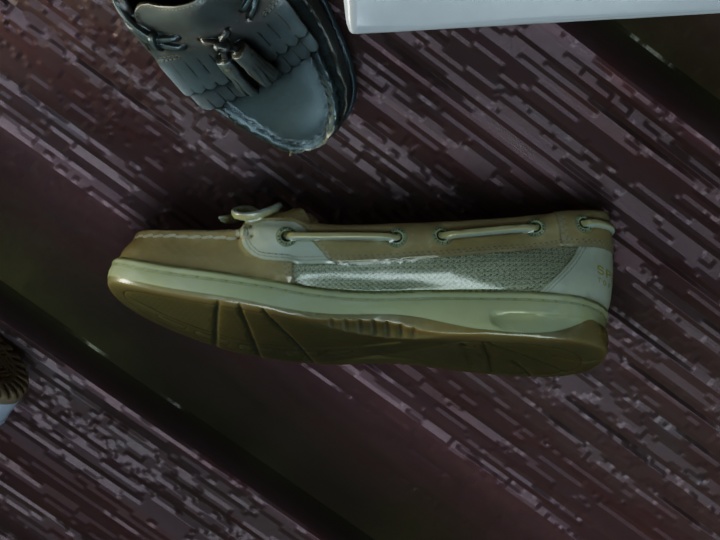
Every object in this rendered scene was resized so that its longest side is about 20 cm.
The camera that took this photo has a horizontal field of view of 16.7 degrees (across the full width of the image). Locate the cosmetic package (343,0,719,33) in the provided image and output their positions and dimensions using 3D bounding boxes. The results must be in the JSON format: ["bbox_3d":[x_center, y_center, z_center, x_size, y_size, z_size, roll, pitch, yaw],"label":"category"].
[{"bbox_3d":[0.091,-0.143,0.861,0.198,0.113,0.082,-2,117,4],"label":"cosmetic package"}]

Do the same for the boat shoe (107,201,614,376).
[{"bbox_3d":[0.001,-0.001,0.975,0.199,0.064,0.073,4,162,8],"label":"boat shoe"}]

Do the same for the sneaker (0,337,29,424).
[{"bbox_3d":[-0.248,0.037,1.008,0.199,0.070,0.109,31,114,-14],"label":"sneaker"}]

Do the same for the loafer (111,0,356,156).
[{"bbox_3d":[-0.074,-0.117,0.916,0.072,0.063,0.200,-31,110,19],"label":"loafer"}]
